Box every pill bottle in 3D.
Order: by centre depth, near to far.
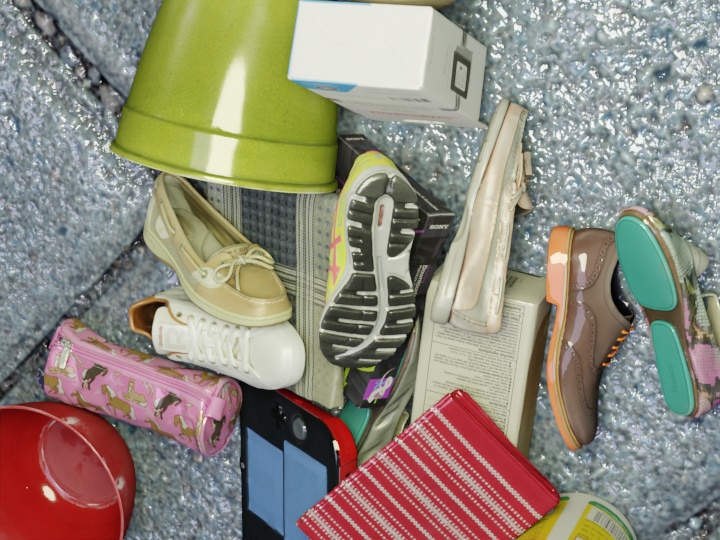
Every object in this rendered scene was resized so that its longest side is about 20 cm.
[{"bbox_3d":[0.169,0.284,1.510,0.112,0.200,0.114,7,111,19],"label":"pill bottle"}]

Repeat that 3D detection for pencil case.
[{"bbox_3d":[-0.209,0.112,1.665,0.199,0.086,0.083,19,107,19],"label":"pencil case"}]

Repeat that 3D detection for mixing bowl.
[{"bbox_3d":[-0.298,0.209,1.727,0.199,0.108,0.202,8,111,21],"label":"mixing bowl"}]

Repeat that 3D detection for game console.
[{"bbox_3d":[-0.064,0.211,1.632,0.176,0.031,0.201,23,119,47],"label":"game console"}]

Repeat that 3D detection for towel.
[{"bbox_3d":[0.060,0.210,1.531,0.200,0.023,0.145,-41,102,19],"label":"towel"},{"bbox_3d":[-0.074,0.010,1.569,0.192,0.034,0.202,18,112,45],"label":"towel"}]

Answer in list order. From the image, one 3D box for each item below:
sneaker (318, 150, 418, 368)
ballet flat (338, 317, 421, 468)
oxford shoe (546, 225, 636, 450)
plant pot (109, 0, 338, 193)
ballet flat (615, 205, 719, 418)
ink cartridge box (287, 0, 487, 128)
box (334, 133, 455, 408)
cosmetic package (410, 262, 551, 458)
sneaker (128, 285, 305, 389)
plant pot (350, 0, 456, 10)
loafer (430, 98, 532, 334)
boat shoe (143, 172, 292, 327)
[{"bbox_3d":[0.007,-0.010,1.458,0.078,0.090,0.201,5,121,-13],"label":"sneaker"},{"bbox_3d":[0.024,0.113,1.593,0.067,0.063,0.201,53,128,44],"label":"ballet flat"},{"bbox_3d":[0.200,0.062,1.497,0.072,0.071,0.201,1,109,16],"label":"oxford shoe"},{"bbox_3d":[-0.100,-0.182,1.477,0.199,0.200,0.194,14,101,17],"label":"plant pot"},{"bbox_3d":[0.269,0.026,1.457,0.069,0.071,0.201,11,126,57],"label":"ballet flat"},{"bbox_3d":[0.032,-0.167,1.431,0.115,0.200,0.067,6,88,20],"label":"ink cartridge box"},{"bbox_3d":[0.000,0.000,1.538,0.143,0.036,0.201,42,122,40],"label":"box"},{"bbox_3d":[0.105,0.099,1.545,0.105,0.071,0.201,14,113,16],"label":"cosmetic package"},{"bbox_3d":[-0.135,0.067,1.565,0.199,0.084,0.073,17,110,44],"label":"sneaker"},{"bbox_3d":[0.034,-0.283,1.394,0.199,0.201,0.135,25,149,12],"label":"plant pot"},{"bbox_3d":[0.115,-0.043,1.468,0.062,0.072,0.201,18,82,2],"label":"loafer"},{"bbox_3d":[-0.129,-0.018,1.546,0.201,0.073,0.063,43,134,43],"label":"boat shoe"}]
